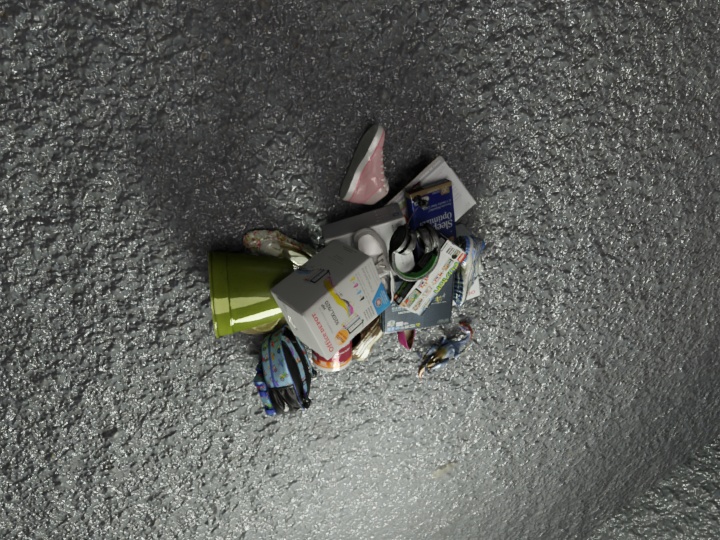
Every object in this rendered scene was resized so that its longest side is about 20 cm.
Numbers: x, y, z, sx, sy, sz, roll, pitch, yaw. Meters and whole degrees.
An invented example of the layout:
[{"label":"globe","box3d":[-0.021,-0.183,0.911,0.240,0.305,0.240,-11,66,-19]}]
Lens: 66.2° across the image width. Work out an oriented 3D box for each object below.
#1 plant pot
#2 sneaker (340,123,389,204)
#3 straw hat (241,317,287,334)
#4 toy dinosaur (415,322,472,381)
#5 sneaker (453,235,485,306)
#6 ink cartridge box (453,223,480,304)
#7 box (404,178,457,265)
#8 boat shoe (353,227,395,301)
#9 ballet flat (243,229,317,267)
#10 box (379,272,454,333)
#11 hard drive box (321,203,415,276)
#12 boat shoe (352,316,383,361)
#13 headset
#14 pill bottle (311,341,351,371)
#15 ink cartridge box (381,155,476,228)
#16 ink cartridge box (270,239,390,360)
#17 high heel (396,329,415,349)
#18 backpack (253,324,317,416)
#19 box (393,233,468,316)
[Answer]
[{"label":"plant pot","box3d":[-0.249,0.047,1.296,0.190,0.201,0.203,-5,120,-11]},{"label":"sneaker","box3d":[0.034,-0.246,1.323,0.103,0.076,0.202,15,120,-22]},{"label":"straw hat","box3d":[-0.245,0.109,1.414,0.198,0.085,0.203,-9,120,-15]},{"label":"toy dinosaur","box3d":[0.262,0.235,1.705,0.180,0.106,0.200,-24,162,-21]},{"label":"sneaker","box3d":[0.290,0.004,1.460,0.084,0.077,0.202,-6,119,-21]},{"label":"ink cartridge box","box3d":[0.245,-0.007,1.532,0.143,0.084,0.202,-19,123,-9]},{"label":"box","box3d":[0.177,-0.111,1.357,0.120,0.032,0.202,-20,118,-21]},{"label":"boat shoe","box3d":[0.041,-0.008,1.291,0.070,0.070,0.201,-22,124,7]},{"label":"ballet flat","box3d":[-0.189,-0.050,1.358,0.198,0.064,0.076,14,112,-26]},{"label":"box","box3d":[0.148,0.078,1.471,0.197,0.051,0.160,-7,119,-11]},{"label":"hard drive box","box3d":[0.021,-0.055,1.345,0.197,0.077,0.157,-16,124,0]},{"label":"boat shoe","box3d":[0.017,0.167,1.554,0.074,0.075,0.204,20,110,-22]},{"label":"headset","box3d":[0.130,-0.069,1.255,0.122,0.094,0.203,-6,111,-16]},{"label":"pill bottle","box3d":[-0.078,0.160,1.487,0.113,0.114,0.202,-9,121,-15]},{"label":"ink cartridge box","box3d":[0.162,-0.177,1.405,0.200,0.084,0.176,-41,122,5]},{"label":"ink cartridge box","box3d":[-0.065,0.062,1.226,0.199,0.144,0.148,-39,128,-20]},{"label":"high heel","box3d":[0.138,0.120,1.556,0.066,0.096,0.202,3,117,-22]},{"label":"backpack","box3d":[-0.208,0.255,1.460,0.133,0.183,0.202,-14,111,8]},{"label":"box","box3d":[0.174,0.014,1.374,0.110,0.035,0.201,26,104,-48]}]
